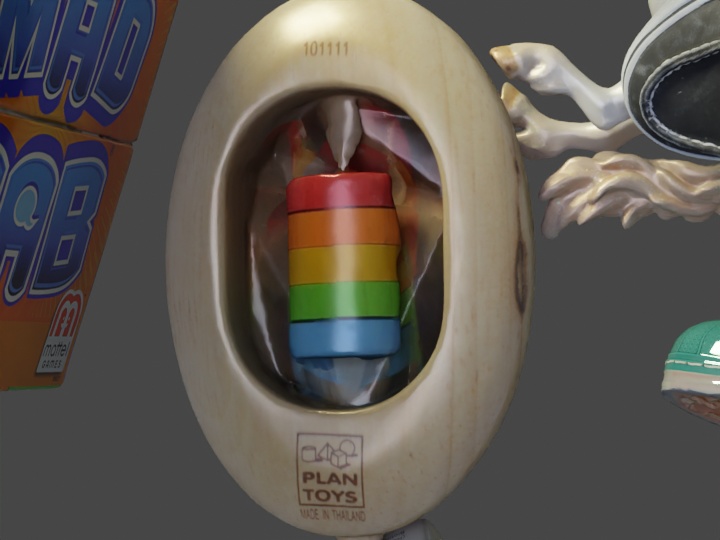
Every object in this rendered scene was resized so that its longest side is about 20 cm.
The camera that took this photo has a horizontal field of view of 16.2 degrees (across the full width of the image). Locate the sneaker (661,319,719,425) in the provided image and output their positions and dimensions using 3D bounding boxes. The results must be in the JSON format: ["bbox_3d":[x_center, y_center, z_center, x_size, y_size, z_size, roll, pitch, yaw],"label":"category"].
[{"bbox_3d":[0.205,0.018,0.878,0.199,0.071,0.080,0,72,15],"label":"sneaker"}]

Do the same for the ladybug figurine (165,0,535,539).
[{"bbox_3d":[0.000,0.000,0.916,0.135,0.072,0.201,2,88,16],"label":"ladybug figurine"}]

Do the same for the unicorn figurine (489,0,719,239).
[{"bbox_3d":[0.117,-0.113,0.902,0.137,0.074,0.201,2,105,12],"label":"unicorn figurine"}]

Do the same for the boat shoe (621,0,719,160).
[{"bbox_3d":[0.153,-0.058,0.792,0.200,0.068,0.072,-2,122,45],"label":"boat shoe"}]

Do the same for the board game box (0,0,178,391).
[{"bbox_3d":[-0.199,-0.080,0.898,0.199,0.200,0.200,17,92,12],"label":"board game box"}]

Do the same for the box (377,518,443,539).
[{"bbox_3d":[0.010,0.173,0.842,0.082,0.200,0.068,-27,115,12],"label":"box"}]
